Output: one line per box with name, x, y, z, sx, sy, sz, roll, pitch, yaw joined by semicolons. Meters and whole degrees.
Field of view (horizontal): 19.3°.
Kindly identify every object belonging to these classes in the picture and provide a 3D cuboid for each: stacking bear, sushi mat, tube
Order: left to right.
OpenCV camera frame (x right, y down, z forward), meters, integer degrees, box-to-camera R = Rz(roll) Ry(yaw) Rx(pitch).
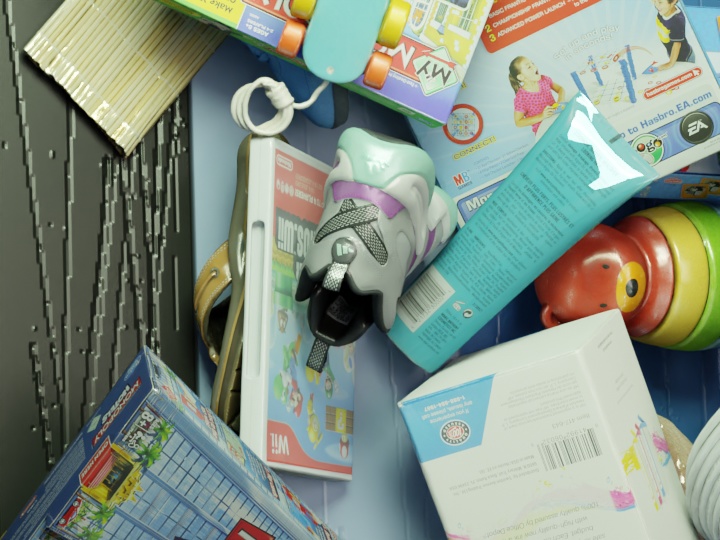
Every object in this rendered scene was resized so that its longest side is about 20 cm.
sushi mat;-0.124;-0.175;1.359;0.096;0.012;0.200;44;64;-17
tube;0.098;-0.020;1.383;0.200;0.050;0.077;-45;79;11
stacking bear;0.211;0.005;1.471;0.200;0.114;0.122;0;104;-32

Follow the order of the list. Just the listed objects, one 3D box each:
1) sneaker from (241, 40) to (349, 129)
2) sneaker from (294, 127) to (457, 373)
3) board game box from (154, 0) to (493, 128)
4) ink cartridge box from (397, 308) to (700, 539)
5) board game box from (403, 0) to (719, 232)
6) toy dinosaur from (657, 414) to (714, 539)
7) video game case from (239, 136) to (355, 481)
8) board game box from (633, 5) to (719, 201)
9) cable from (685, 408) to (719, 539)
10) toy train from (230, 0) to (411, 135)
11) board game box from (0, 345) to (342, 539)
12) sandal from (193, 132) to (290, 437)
sneaker;-0.075;-0.173;1.350;0.078;0.066;0.200;-28;99;-16
sneaker;0.000;0.000;1.324;0.078;0.200;0.140;18;82;15
board game box;-0.014;-0.190;1.320;0.200;0.029;0.135;23;83;-17
ink cartridge box;0.131;0.147;1.372;0.200;0.128;0.125;70;21;-5
board game box;0.124;-0.136;1.409;0.200;0.056;0.196;-25;97;10
toy dinosaur;0.257;0.178;1.494;0.200;0.086;0.136;42;69;-15
video game case;-0.036;0.028;1.332;0.143;0.017;0.201;22;68;-66
board game box;0.283;-0.117;1.500;0.199;0.037;0.152;3;58;0
cable;0.309;0.124;1.385;0.200;0.200;0.069;-17;49;-17
toy train;-0.052;-0.190;1.269;0.150;0.056;0.200;-18;108;10
board game box;-0.099;0.179;1.236;0.200;0.062;0.200;32;103;-21
sandal;-0.077;0.008;1.330;0.082;0.054;0.201;25;65;-65
